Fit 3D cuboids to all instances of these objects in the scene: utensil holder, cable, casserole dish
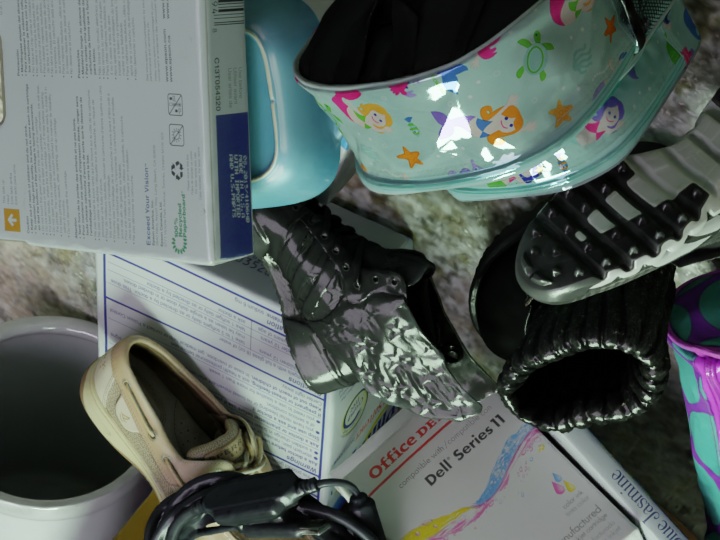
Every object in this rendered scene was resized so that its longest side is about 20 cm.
[{"bbox_3d":[-0.235,0.158,1.784,0.170,0.170,0.200,29,143,13],"label":"utensil holder"},{"bbox_3d":[-0.051,0.199,1.504,0.200,0.051,0.163,-17,112,37],"label":"cable"},{"bbox_3d":[-0.093,-0.092,1.379,0.200,0.039,0.121,-4,97,39],"label":"casserole dish"}]

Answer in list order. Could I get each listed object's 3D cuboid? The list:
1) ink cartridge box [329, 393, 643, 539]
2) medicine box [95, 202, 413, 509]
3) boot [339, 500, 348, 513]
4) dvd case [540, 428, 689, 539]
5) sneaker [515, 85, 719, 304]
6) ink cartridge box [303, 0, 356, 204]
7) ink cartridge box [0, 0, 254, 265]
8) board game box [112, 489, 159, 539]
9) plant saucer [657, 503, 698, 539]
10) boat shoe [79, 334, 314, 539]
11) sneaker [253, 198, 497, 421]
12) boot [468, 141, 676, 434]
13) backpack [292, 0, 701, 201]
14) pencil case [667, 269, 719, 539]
[{"bbox_3d":[0.069,0.143,1.483,0.200,0.117,0.067,44,172,32],"label":"ink cartridge box"},{"bbox_3d":[-0.072,0.042,1.589,0.182,0.103,0.200,24,140,18],"label":"medicine box"},{"bbox_3d":[-0.023,0.229,1.660,0.073,0.200,0.156,6,135,10],"label":"boot"},{"bbox_3d":[0.169,0.153,1.486,0.200,0.018,0.143,48,174,5],"label":"dvd case"},{"bbox_3d":[0.168,-0.030,1.271,0.066,0.200,0.091,45,161,31],"label":"sneaker"},{"bbox_3d":[-0.075,-0.142,1.440,0.200,0.068,0.115,32,141,8],"label":"ink cartridge box"},{"bbox_3d":[-0.145,-0.109,1.367,0.200,0.043,0.197,7,103,41],"label":"ink cartridge box"},{"bbox_3d":[-0.133,0.182,1.696,0.040,0.200,0.153,35,142,4],"label":"board game box"},{"bbox_3d":[0.156,0.215,1.632,0.200,0.032,0.200,23,139,21],"label":"plant saucer"},{"bbox_3d":[-0.097,0.126,1.551,0.200,0.071,0.065,45,142,-5],"label":"boat shoe"},{"bbox_3d":[-0.001,0.001,1.418,0.104,0.060,0.200,-15,103,26],"label":"sneaker"},{"bbox_3d":[0.113,0.035,1.377,0.079,0.158,0.211,25,142,-11],"label":"boot"},{"bbox_3d":[0.069,-0.120,1.240,0.177,0.200,0.151,-4,124,40],"label":"backpack"},{"bbox_3d":[0.229,0.094,1.407,0.085,0.092,0.200,9,132,31],"label":"pencil case"}]
